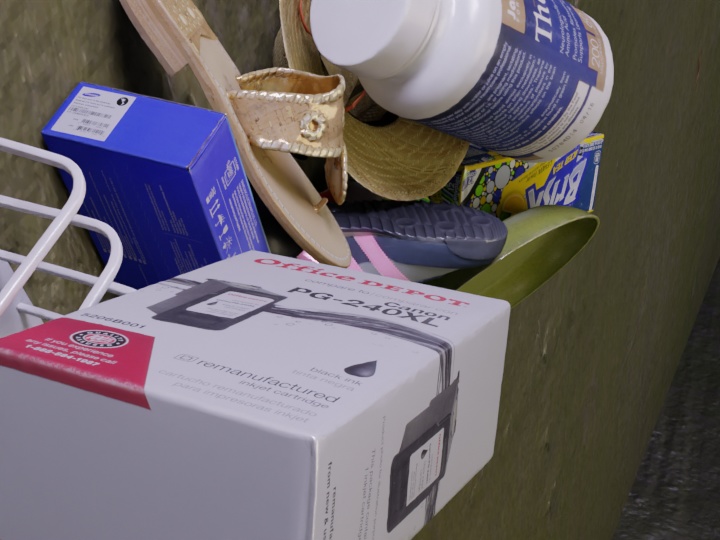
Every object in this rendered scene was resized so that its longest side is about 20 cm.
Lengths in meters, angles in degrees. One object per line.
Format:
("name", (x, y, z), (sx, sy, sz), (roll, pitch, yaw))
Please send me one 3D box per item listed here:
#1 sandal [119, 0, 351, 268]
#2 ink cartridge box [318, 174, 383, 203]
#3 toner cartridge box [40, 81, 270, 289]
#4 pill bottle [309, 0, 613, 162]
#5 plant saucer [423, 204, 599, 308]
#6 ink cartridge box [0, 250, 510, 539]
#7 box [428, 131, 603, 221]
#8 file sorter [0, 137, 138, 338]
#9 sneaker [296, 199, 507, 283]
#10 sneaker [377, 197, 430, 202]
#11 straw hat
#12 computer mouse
("sandal", (-0.043, -0.094, 0.688), (0.212, 0.069, 0.078), (52, 17, -21))
("ink cartridge box", (0.006, 0.021, 0.979), (0.173, 0.043, 0.202), (-28, 127, -40))
("toner cartridge box", (-0.102, -0.013, 0.710), (0.043, 0.094, 0.201), (-60, 154, -31))
("pill bottle", (0.065, -0.143, 0.789), (0.199, 0.110, 0.112), (13, 93, -46))
("plant saucer", (0.092, 0.009, 0.944), (0.199, 0.031, 0.200), (-32, 166, -9))
("ink cartridge box", (-0.037, 0.058, 0.517), (0.200, 0.144, 0.084), (-26, 124, -62))
("box", (0.113, -0.070, 0.978), (0.199, 0.064, 0.071), (-17, 119, -47))
("file sorter", (-0.168, 0.048, 0.556), (0.139, 0.123, 0.201), (-61, 154, -31))
("sneaker", (0.000, 0.000, 0.835), (0.070, 0.198, 0.083), (-80, 167, -66))
("sneaker", (-0.007, 0.030, 0.895), (0.200, 0.084, 0.074), (-51, 153, 10))
("straw hat", (-0.012, -0.141, 0.851), (0.200, 0.085, 0.203), (9, 78, -47))
("computer mouse", (-0.045, -0.065, 0.802), (0.059, 0.034, 0.201), (48, 23, -21))
